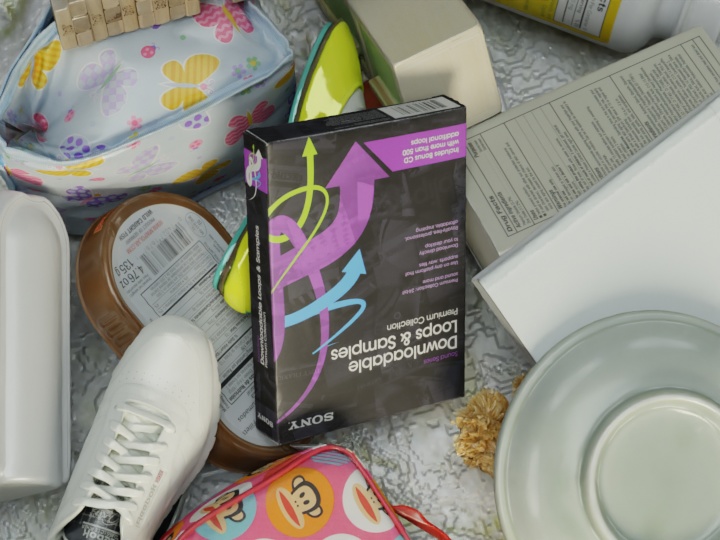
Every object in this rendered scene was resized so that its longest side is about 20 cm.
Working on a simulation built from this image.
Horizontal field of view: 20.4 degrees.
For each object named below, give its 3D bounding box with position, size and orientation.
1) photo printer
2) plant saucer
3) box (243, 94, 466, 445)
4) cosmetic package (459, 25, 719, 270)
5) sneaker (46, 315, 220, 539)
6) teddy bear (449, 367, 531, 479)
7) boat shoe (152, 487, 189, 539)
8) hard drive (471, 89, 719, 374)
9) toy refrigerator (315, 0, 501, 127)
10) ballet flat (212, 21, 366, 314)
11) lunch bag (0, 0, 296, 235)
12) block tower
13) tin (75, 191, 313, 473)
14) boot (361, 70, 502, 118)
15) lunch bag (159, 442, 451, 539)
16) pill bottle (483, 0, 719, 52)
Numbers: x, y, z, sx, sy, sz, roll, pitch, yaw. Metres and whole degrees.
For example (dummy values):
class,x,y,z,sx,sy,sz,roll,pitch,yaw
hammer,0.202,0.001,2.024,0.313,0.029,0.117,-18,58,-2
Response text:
class,x,y,z,sx,sy,sz,roll,pitch,yaw
photo printer,-0.254,0.051,1.285,0.166,0.069,0.202,-17,69,42
plant saucer,0.181,0.125,1.205,0.198,0.050,0.202,0,90,-8
box,0.000,0.000,1.254,0.142,0.036,0.201,-13,115,-26
cosmetic package,0.159,-0.068,1.304,0.199,0.073,0.104,-24,58,-6
sneaker,-0.141,0.125,1.219,0.076,0.080,0.201,21,93,5
teddy bear,0.137,0.154,1.272,0.144,0.067,0.201,2,62,-37
boat shoe,-0.129,0.094,1.313,0.075,0.060,0.201,9,75,4
hard drive,0.186,-0.001,1.244,0.200,0.026,0.132,-37,100,-6
toy refrigerator,0.017,-0.173,1.332,0.070,0.076,0.200,-26,45,-6
ballet flat,-0.028,-0.060,1.288,0.067,0.067,0.201,21,80,10
lunch bag,-0.149,-0.110,1.315,0.199,0.170,0.128,-29,75,-7
block tower,-0.097,-0.196,1.229,0.199,0.054,0.058,-17,69,-7
tin,-0.101,0.040,1.294,0.200,0.042,0.112,51,53,-8
boot,-0.004,-0.066,1.360,0.200,0.075,0.107,-40,57,-3
lunch bag,-0.017,0.211,1.242,0.176,0.082,0.201,-30,90,-19
pill bottle,0.160,-0.215,1.369,0.199,0.111,0.112,22,76,7
